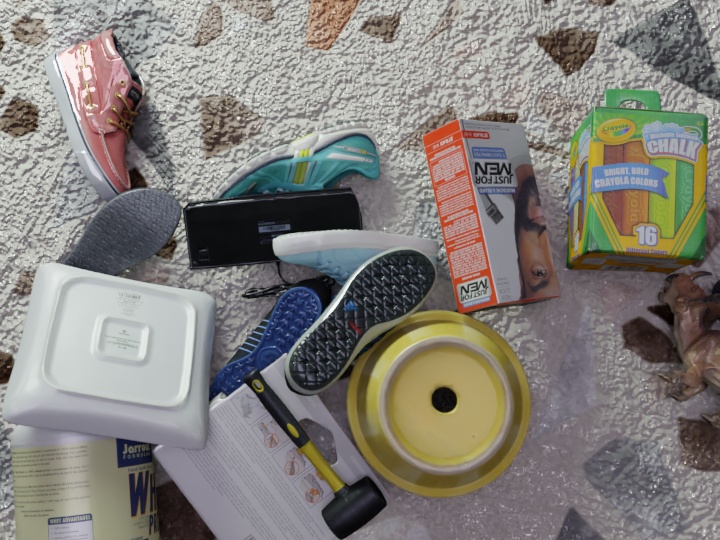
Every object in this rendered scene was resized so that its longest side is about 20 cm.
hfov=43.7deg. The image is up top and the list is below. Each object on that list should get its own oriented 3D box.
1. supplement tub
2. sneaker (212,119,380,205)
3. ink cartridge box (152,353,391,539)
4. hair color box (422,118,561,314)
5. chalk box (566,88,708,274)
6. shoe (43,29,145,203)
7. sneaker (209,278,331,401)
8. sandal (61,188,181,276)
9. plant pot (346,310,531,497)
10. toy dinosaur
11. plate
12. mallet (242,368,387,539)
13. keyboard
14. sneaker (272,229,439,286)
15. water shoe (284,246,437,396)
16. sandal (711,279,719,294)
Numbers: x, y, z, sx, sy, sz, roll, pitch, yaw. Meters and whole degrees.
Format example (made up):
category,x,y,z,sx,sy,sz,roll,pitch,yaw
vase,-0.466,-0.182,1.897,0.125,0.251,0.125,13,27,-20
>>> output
category,x,y,z,sx,sy,sz,roll,pitch,yaw
supplement tub,-0.289,0.223,0.945,0.144,0.145,0.201,-6,83,1
sneaker,-0.072,-0.106,1.019,0.199,0.078,0.080,-21,91,-1
ink cartridge box,-0.094,0.216,0.967,0.176,0.045,0.201,-36,97,-4
hair color box,0.144,-0.060,0.982,0.110,0.064,0.201,-5,81,-41
chalk box,0.298,-0.105,0.978,0.124,0.124,0.201,3,83,2
shoe,-0.288,-0.179,1.034,0.091,0.071,0.201,-25,78,4
sneaker,-0.096,0.092,0.999,0.070,0.078,0.200,40,107,3
sandal,-0.288,-0.023,1.019,0.200,0.043,0.076,-40,104,7
plant pot,0.082,0.135,0.922,0.199,0.189,0.202,0,82,2
toy dinosaur,0.402,0.095,0.965,0.200,0.086,0.136,36,86,6
plate,-0.247,0.079,0.927,0.198,0.032,0.201,12,47,-17
mallet,-0.061,0.193,0.933,0.066,0.041,0.200,-45,93,0
keyboard,-0.095,-0.024,1.013,0.199,0.021,0.128,-5,102,-3
sneaker,0.000,0.000,0.971,0.199,0.074,0.083,3,86,-25
water shoe,-0.006,0.049,0.933,0.200,0.079,0.072,-40,89,-18
sandal,0.464,0.086,0.977,0.043,0.076,0.201,-25,82,-28
